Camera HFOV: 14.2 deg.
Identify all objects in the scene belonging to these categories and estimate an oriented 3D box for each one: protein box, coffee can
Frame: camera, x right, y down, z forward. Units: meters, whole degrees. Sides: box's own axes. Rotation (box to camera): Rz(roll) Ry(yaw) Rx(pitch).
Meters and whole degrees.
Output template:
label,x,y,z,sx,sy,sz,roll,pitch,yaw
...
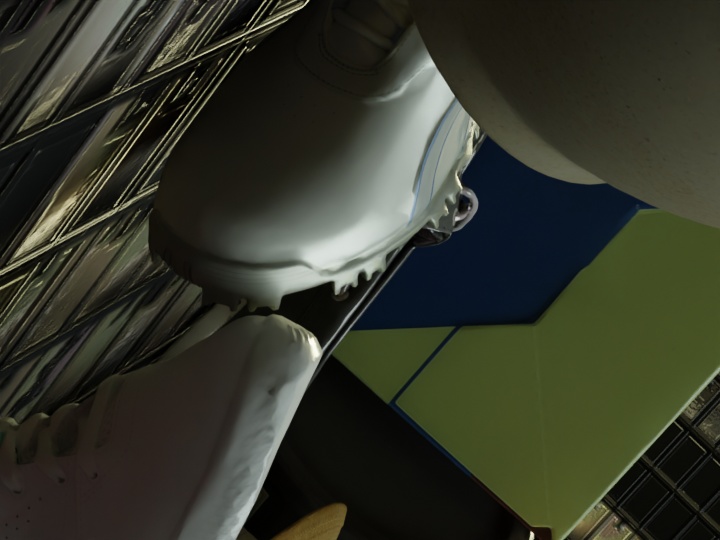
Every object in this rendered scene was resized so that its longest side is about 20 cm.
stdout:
label,x,y,z,sx,sy,sz,roll,pitch,yaw
protein box,0.109,-0.024,1.214,0.199,0.135,0.200,-49,178,19
coffee can,-0.042,0.135,1.226,0.200,0.146,0.146,-50,172,30

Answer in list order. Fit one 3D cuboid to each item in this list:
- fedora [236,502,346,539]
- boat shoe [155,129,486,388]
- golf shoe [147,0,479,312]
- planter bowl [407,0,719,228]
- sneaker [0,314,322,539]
label,x,y,z,sx,sy,sz,roll,pitch,yaw
fedora,-0.098,0.117,1.033,0.200,0.082,0.201,-36,176,-3
boat shoe,0.000,0.000,1.090,0.200,0.057,0.067,-46,173,-5
golf shoe,0.012,-0.076,0.796,0.200,0.078,0.097,-44,149,-26
planter bowl,0.092,-0.095,0.707,0.134,0.201,0.200,-16,-164,42
sneaker,-0.090,0.065,0.808,0.200,0.088,0.075,-44,-167,40
